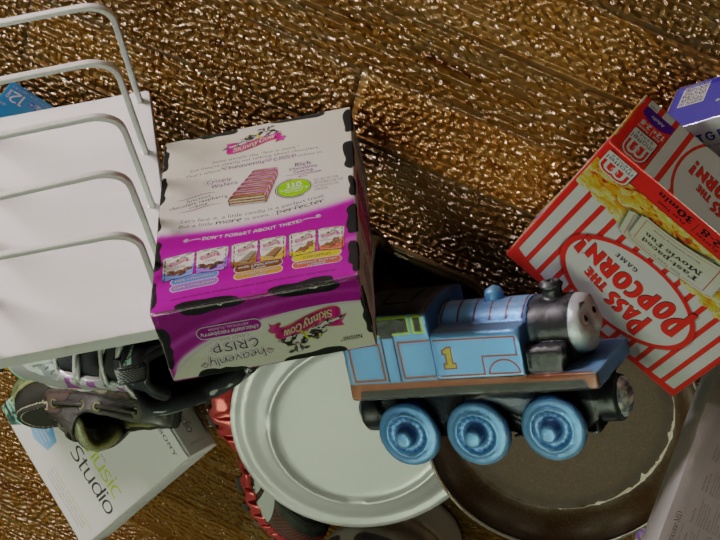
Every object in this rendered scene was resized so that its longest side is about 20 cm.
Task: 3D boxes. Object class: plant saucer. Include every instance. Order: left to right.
[{"bbox_3d":[0.145,0.107,1.446,0.199,0.032,0.201,2,114,4],"label":"plant saucer"}]

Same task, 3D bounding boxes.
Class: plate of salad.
[{"bbox_3d":[0.001,0.106,1.535,0.199,0.048,0.201,0,117,0],"label":"plate of salad"}]

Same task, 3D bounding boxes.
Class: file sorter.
[{"bbox_3d":[-0.209,-0.058,1.356,0.138,0.201,0.125,-11,148,0],"label":"file sorter"}]

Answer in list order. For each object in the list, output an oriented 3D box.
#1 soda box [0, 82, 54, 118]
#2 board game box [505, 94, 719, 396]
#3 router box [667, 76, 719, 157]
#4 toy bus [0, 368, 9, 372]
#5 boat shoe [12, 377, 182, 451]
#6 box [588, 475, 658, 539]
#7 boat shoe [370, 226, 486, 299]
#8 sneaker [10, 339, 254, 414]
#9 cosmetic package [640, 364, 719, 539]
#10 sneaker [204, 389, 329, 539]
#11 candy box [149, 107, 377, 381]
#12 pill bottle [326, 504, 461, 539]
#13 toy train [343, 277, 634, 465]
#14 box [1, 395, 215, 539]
[{"bbox_3d":[-0.200,-0.051,1.510,0.200,0.064,0.068,33,138,-2],"label":"soda box"},{"bbox_3d":[0.192,-0.010,1.284,0.151,0.046,0.200,40,156,2],"label":"board game box"},{"bbox_3d":[0.311,-0.053,1.230,0.199,0.049,0.180,-14,122,38],"label":"router box"},{"bbox_3d":[-0.255,0.037,1.584,0.200,0.078,0.065,-8,107,46],"label":"toy bus"},{"bbox_3d":[-0.206,0.107,1.564,0.072,0.066,0.200,21,154,-41],"label":"boat shoe"},{"bbox_3d":[0.253,0.211,1.524,0.199,0.039,0.137,15,136,16],"label":"box"},{"bbox_3d":[0.000,0.000,1.446,0.199,0.074,0.067,20,135,-3],"label":"boat shoe"},{"bbox_3d":[-0.165,0.059,1.413,0.199,0.140,0.078,-7,103,7],"label":"sneaker"},{"bbox_3d":[0.246,0.140,1.340,0.082,0.200,0.051,31,139,-1],"label":"cosmetic package"},{"bbox_3d":[-0.053,0.149,1.613,0.098,0.071,0.201,3,130,30],"label":"sneaker"},{"bbox_3d":[-0.062,-0.020,1.332,0.136,0.200,0.061,-10,126,6],"label":"candy box"},{"bbox_3d":[0.004,0.274,1.604,0.113,0.200,0.113,16,136,16],"label":"pill bottle"},{"bbox_3d":[0.084,0.065,1.355,0.199,0.087,0.115,-5,107,28],"label":"toy train"},{"bbox_3d":[-0.212,0.128,1.668,0.145,0.036,0.200,57,136,9],"label":"box"}]
